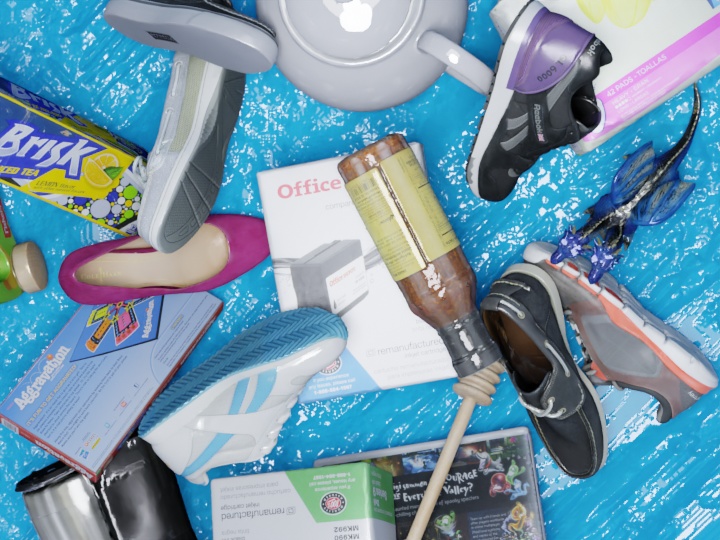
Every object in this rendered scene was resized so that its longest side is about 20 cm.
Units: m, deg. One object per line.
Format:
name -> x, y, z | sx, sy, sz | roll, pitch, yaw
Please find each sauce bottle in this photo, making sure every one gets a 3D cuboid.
sauce bottle -> 0.050, -0.010, 1.066 | 0.066, 0.066, 0.202 | -25, 92, 8

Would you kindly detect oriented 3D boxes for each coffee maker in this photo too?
coffee maker -> -0.182, 0.242, 1.161 | 0.190, 0.135, 0.202 | -22, 92, 7

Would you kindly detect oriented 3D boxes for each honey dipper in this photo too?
honey dipper -> 0.073, 0.158, 1.137 | 0.038, 0.038, 0.201 | 24, 75, 4

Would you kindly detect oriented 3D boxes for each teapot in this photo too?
teapot -> 0.000, -0.224, 1.097 | 0.198, 0.146, 0.200 | -11, 93, 7

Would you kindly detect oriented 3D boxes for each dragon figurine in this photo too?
dragon figurine -> 0.237, -0.068, 1.101 | 0.059, 0.099, 0.200 | 43, 92, 2

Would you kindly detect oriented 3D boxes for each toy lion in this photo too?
toy lion -> -0.350, -0.064, 1.128 | 0.068, 0.192, 0.202 | -15, 93, 8

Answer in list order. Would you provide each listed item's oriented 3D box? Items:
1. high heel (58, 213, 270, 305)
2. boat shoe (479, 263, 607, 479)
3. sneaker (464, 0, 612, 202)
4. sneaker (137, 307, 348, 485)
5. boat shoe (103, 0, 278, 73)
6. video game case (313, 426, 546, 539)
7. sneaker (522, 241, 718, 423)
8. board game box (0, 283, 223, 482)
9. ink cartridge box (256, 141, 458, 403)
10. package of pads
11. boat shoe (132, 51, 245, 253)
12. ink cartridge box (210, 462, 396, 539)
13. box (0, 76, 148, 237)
high heel -> -0.159, -0.008, 1.135 | 0.198, 0.096, 0.068 | -18, 93, -14
boat shoe -> 0.153, 0.097, 1.124 | 0.071, 0.068, 0.202 | -9, 113, 36
sneaker -> 0.145, -0.116, 1.072 | 0.087, 0.201, 0.076 | 28, 54, 14
sneaker -> -0.086, 0.102, 1.093 | 0.199, 0.077, 0.081 | -33, 112, 19
boat shoe -> -0.141, -0.217, 1.119 | 0.199, 0.069, 0.057 | 20, 77, 37
video game case -> 0.063, 0.242, 1.150 | 0.198, 0.023, 0.184 | -11, 73, 13
sneaker -> 0.208, 0.058, 1.131 | 0.200, 0.077, 0.082 | 40, 107, 5
board game box -> -0.213, 0.076, 1.144 | 0.102, 0.020, 0.201 | 30, 56, 6
ink cartridge box -> 0.000, 0.000, 1.142 | 0.143, 0.084, 0.202 | -10, 93, 4
package of pads -> 0.225, -0.214, 1.108 | 0.199, 0.068, 0.155 | -34, 90, 8
boat shoe -> -0.154, -0.108, 1.137 | 0.064, 0.075, 0.204 | 7, 67, 17
ink cartridge box -> -0.043, 0.273, 1.114 | 0.144, 0.084, 0.202 | -9, 73, 13
box -> -0.260, -0.099, 1.115 | 0.064, 0.199, 0.070 | 41, 100, 42
